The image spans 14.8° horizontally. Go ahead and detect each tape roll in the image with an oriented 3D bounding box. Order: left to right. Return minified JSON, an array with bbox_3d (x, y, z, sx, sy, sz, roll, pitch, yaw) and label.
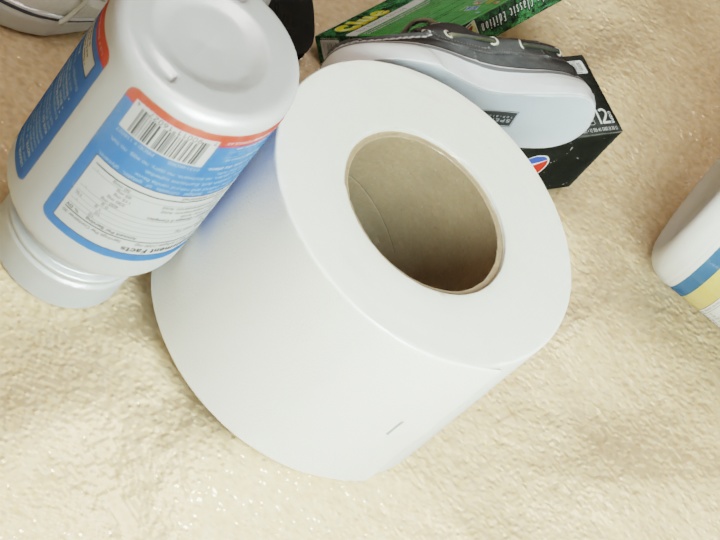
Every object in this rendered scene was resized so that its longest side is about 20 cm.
[{"bbox_3d":[0.000,0.000,1.579,0.203,0.139,0.203,22,49,-27],"label":"tape roll"}]

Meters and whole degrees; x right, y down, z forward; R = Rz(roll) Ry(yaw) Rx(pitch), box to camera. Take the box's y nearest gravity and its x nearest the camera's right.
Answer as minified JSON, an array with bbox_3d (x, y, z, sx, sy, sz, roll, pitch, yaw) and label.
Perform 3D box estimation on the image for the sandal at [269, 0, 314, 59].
[{"bbox_3d":[-0.054,-0.223,1.790,0.075,0.045,0.200,11,52,-27],"label":"sandal"}]

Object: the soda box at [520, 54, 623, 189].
[{"bbox_3d":[0.065,-0.086,1.748,0.200,0.071,0.063,-8,64,-39],"label":"soda box"}]

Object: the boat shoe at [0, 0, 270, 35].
[{"bbox_3d":[-0.143,-0.185,1.662,0.202,0.086,0.075,9,53,-21],"label":"boat shoe"}]

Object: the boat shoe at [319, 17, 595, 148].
[{"bbox_3d":[0.054,-0.121,1.671,0.200,0.070,0.066,2,49,-33],"label":"boat shoe"}]

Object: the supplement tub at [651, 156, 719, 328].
[{"bbox_3d":[0.305,0.005,1.793,0.200,0.145,0.145,39,44,-2],"label":"supplement tub"}]

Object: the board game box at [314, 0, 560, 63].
[{"bbox_3d":[0.071,-0.175,1.808,0.200,0.105,0.023,-31,119,-44],"label":"board game box"}]

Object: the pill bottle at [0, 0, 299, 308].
[{"bbox_3d":[-0.125,-0.067,1.507,0.112,0.200,0.112,19,49,-23],"label":"pill bottle"}]
